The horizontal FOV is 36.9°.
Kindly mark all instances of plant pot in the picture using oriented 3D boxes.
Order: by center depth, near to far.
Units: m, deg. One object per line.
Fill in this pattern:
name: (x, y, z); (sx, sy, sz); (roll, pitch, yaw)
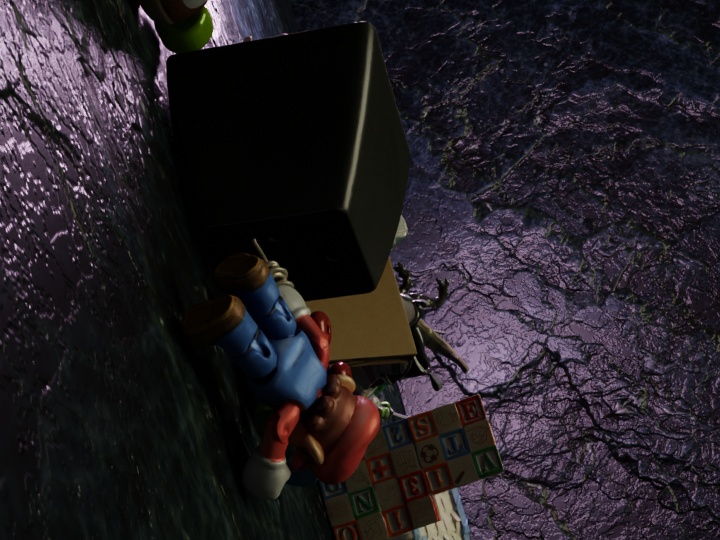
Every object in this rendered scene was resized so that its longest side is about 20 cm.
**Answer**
plant pot: (-0.064, -0.081, 0.998); (0.200, 0.197, 0.180); (68, 19, -55)

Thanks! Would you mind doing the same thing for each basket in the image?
basket: (0.067, 0.300, 1.326); (0.199, 0.138, 0.179); (11, 57, -51)

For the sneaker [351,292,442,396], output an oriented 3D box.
sneaker: (0.021, 0.115, 1.179); (0.078, 0.138, 0.203); (-36, 142, -67)

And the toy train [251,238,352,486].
toy train: (-0.071, 0.085, 0.920); (0.117, 0.083, 0.201); (-85, 162, -44)

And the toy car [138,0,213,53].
toy car: (-0.124, -0.324, 0.995); (0.165, 0.197, 0.160); (65, 7, -62)

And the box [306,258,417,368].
box: (-0.039, 0.009, 1.122); (0.021, 0.161, 0.202); (119, -38, -52)

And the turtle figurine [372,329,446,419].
turtle figurine: (0.034, 0.140, 1.539); (0.199, 0.144, 0.194); (40, 21, 1)

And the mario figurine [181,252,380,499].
mario figurine: (-0.068, 0.089, 0.830); (0.201, 0.123, 0.106); (58, -11, -28)

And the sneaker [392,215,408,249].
sneaker: (0.019, -0.083, 1.289); (0.200, 0.085, 0.079); (37, 38, -54)

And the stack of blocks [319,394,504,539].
stack of blocks: (0.057, 0.224, 1.191); (0.059, 0.197, 0.117); (60, 11, -76)

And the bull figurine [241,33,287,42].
bull figurine: (-0.087, -0.228, 1.321); (0.122, 0.198, 0.066); (52, 52, -38)

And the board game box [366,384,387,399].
board game box: (-0.015, 0.127, 1.350); (0.023, 0.105, 0.201); (41, -11, 26)

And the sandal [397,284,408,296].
sandal: (0.000, 0.001, 1.285); (0.043, 0.076, 0.201); (48, -11, 51)

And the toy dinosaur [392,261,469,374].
toy dinosaur: (0.053, 0.040, 1.236); (0.089, 0.198, 0.048); (-55, 166, -26)
